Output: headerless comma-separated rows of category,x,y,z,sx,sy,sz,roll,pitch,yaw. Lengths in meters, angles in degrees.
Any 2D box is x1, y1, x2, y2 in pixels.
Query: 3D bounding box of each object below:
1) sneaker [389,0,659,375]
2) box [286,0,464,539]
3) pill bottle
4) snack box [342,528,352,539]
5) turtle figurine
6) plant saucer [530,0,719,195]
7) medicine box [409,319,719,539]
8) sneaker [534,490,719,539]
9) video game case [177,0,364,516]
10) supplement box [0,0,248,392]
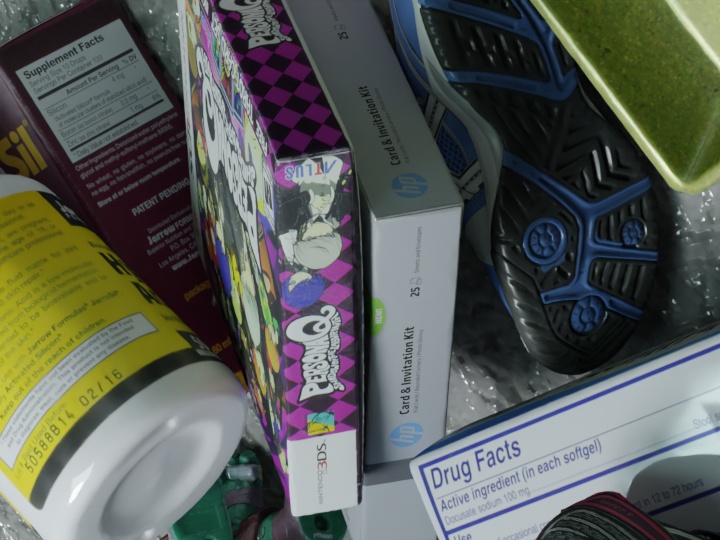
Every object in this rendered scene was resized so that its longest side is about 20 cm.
sneaker,0.066,-0.052,1.065,0.077,0.076,0.200,20,130,67
box,0.000,0.000,1.094,0.156,0.041,0.200,-112,18,-44
pill bottle,-0.152,0.028,1.141,0.200,0.111,0.111,43,137,22
snack box,0.054,0.195,1.245,0.200,0.037,0.116,40,134,17
turtle figurine,-0.092,0.144,1.262,0.101,0.150,0.200,59,144,1
plant saucer,0.132,-0.157,0.945,0.200,0.048,0.200,53,137,2
medicine box,0.148,0.127,1.020,0.182,0.103,0.200,-25,85,35
sneaker,0.152,0.138,0.917,0.200,0.075,0.081,26,131,13
video game case,-0.040,-0.029,1.073,0.200,0.036,0.182,-114,17,-50
supplement box,-0.124,-0.018,1.239,0.110,0.086,0.200,-29,94,48
